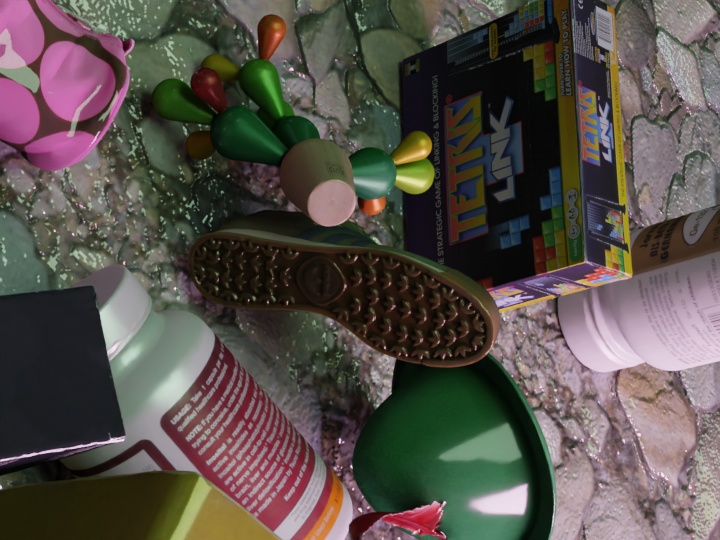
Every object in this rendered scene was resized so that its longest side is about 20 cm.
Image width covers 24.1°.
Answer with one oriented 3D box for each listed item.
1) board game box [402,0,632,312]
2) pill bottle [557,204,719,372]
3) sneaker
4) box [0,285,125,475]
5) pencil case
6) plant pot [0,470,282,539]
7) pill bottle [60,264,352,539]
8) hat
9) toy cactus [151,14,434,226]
[{"bbox_3d":[0.106,-0.077,1.191,0.057,0.165,0.201,15,66,-43],"label":"board game box"},{"bbox_3d":[0.254,0.015,1.283,0.114,0.200,0.115,17,65,-40],"label":"pill bottle"},{"bbox_3d":[0.000,0.000,1.060,0.090,0.199,0.067,-44,144,-63],"label":"sneaker"},{"bbox_3d":[-0.227,0.070,0.783,0.141,0.200,0.079,-3,78,-46],"label":"box"},{"bbox_3d":[-0.223,-0.146,0.944,0.200,0.091,0.094,38,88,-32],"label":"pencil case"},{"bbox_3d":[-0.117,0.242,0.854,0.194,0.195,0.200,44,57,-26],"label":"plant pot"},{"bbox_3d":[-0.104,0.097,0.961,0.200,0.113,0.113,52,47,-20],"label":"pill bottle"},{"bbox_3d":[0.007,0.137,1.037,0.176,0.200,0.166,-22,53,-31],"label":"hat"},{"bbox_3d":[-0.029,-0.080,1.073,0.200,0.102,0.165,27,15,-25],"label":"toy cactus"}]
